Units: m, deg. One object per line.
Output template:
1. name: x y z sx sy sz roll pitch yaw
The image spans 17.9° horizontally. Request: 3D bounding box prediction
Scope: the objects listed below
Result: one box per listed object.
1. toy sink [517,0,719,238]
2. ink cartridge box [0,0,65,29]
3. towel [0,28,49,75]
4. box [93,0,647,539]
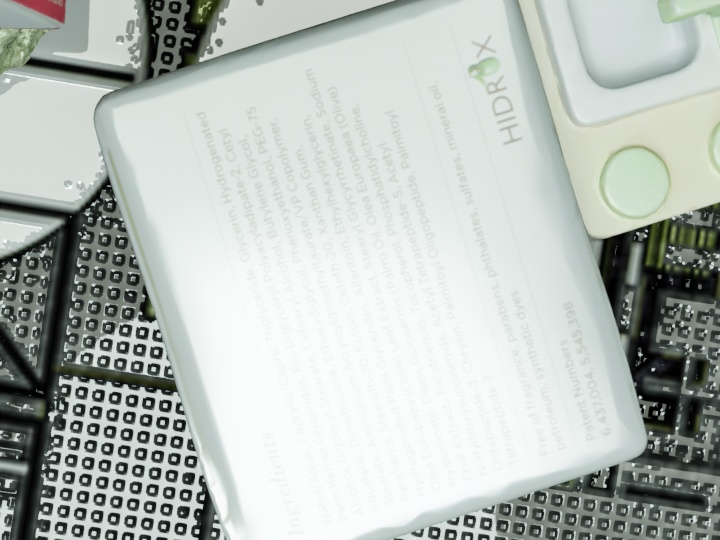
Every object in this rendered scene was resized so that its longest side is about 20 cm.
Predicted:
1. toy sink: 0.120 -0.088 0.957 0.111 0.200 0.131 -18 93 -6
2. ink cartridge box: -0.195 -0.205 0.946 0.144 0.083 0.202 2 88 14
3. towel: -0.161 -0.197 0.999 0.148 0.036 0.201 36 96 11
4. box: 0.000 0.000 0.954 0.170 0.199 0.201 -17 93 -2
